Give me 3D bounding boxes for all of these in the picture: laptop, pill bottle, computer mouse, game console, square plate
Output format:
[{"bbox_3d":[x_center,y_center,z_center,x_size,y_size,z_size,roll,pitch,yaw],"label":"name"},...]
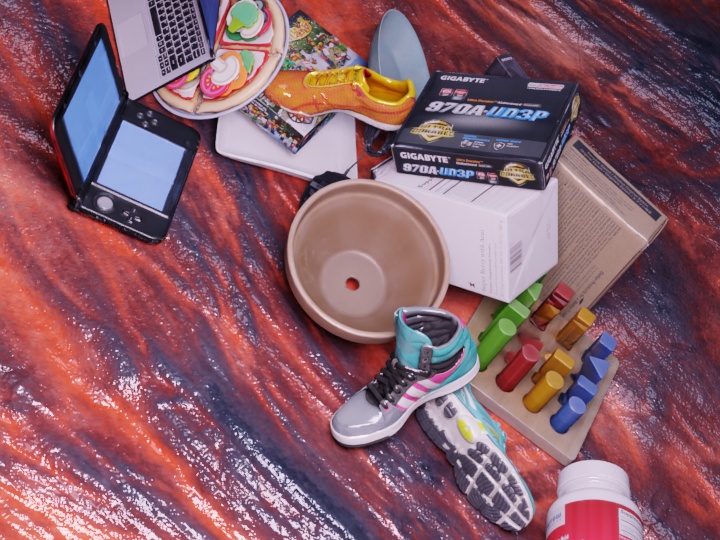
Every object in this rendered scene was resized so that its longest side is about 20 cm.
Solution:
[{"bbox_3d":[-0.247,-0.349,1.698,0.116,0.198,0.189,46,22,-55],"label":"laptop"},{"bbox_3d":[0.262,0.319,1.529,0.111,0.113,0.202,21,46,-14],"label":"pill bottle"},{"bbox_3d":[-0.013,-0.125,1.744,0.058,0.034,0.201,31,69,20],"label":"computer mouse"},{"bbox_3d":[-0.271,-0.161,1.604,0.171,0.119,0.202,24,46,-11],"label":"game console"},{"bbox_3d":[-0.098,-0.197,1.798,0.196,0.029,0.202,14,49,-19],"label":"square plate"}]

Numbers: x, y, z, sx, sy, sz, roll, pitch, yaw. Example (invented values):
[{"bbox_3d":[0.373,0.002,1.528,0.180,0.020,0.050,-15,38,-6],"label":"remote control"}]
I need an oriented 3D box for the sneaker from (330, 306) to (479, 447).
[{"bbox_3d":[0.046,0.108,1.529,0.199,0.122,0.084,-31,46,-19],"label":"sneaker"}]

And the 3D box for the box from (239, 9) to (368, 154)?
[{"bbox_3d":[-0.084,-0.253,1.806,0.136,0.038,0.200,38,45,3],"label":"box"}]

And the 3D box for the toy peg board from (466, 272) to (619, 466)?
[{"bbox_3d":[0.234,0.098,1.704,0.198,0.098,0.200,36,45,1],"label":"toy peg board"}]

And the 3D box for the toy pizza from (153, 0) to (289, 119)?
[{"bbox_3d":[-0.184,-0.284,1.728,0.197,0.032,0.203,-9,63,17],"label":"toy pizza"}]

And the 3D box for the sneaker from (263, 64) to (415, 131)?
[{"bbox_3d":[-0.026,-0.234,1.730,0.197,0.078,0.074,6,51,-4],"label":"sneaker"}]

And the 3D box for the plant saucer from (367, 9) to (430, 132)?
[{"bbox_3d":[0.049,-0.253,1.868,0.201,0.038,0.204,-10,90,-68],"label":"plant saucer"}]

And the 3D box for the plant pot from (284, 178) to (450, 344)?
[{"bbox_3d":[0.000,0.000,1.632,0.198,0.093,0.204,6,67,-14],"label":"plant pot"}]

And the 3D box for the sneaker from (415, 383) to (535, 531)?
[{"bbox_3d":[0.147,0.206,1.585,0.079,0.078,0.201,-9,59,-45],"label":"sneaker"}]

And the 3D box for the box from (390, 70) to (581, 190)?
[{"bbox_3d":[0.157,-0.175,1.684,0.197,0.046,0.160,9,47,25],"label":"box"}]

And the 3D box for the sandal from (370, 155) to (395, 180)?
[{"bbox_3d":[0.029,-0.100,1.765,0.059,0.080,0.207,19,50,37],"label":"sandal"}]

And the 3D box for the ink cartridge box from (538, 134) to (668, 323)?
[{"bbox_3d":[0.276,-0.047,1.774,0.165,0.201,0.075,43,46,7],"label":"ink cartridge box"}]

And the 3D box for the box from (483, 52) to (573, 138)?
[{"bbox_3d":[0.181,-0.167,1.815,0.036,0.201,0.144,-17,63,-42],"label":"box"}]

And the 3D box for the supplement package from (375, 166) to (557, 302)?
[{"bbox_3d":[0.131,-0.060,1.694,0.198,0.123,0.119,18,36,35],"label":"supplement package"}]
